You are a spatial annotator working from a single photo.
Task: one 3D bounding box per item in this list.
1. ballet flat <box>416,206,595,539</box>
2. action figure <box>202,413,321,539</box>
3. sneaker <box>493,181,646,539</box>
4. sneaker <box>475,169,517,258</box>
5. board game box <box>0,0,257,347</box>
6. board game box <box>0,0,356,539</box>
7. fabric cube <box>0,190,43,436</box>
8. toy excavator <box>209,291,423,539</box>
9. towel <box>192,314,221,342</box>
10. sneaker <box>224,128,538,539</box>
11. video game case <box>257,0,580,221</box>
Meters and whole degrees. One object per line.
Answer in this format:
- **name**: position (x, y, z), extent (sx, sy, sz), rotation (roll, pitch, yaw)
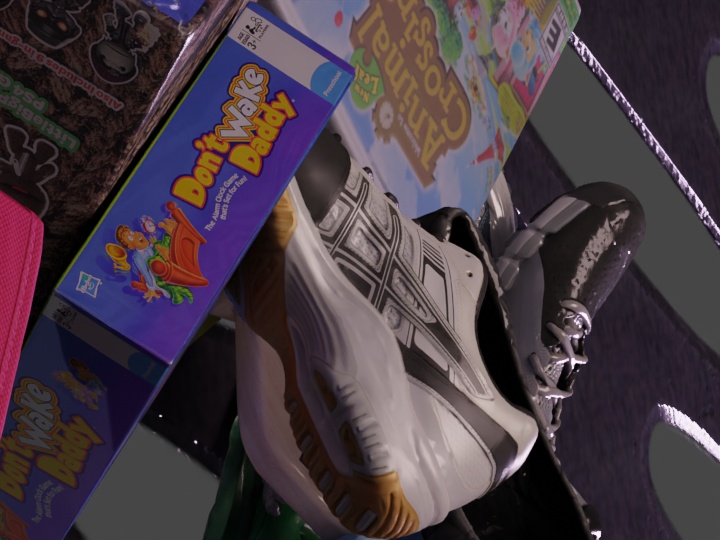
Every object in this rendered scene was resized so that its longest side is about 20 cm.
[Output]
- **ballet flat**: position (0.051, 0.069, 1.093), extent (0.066, 0.057, 0.201), rotation (-9, 65, -37)
- **action figure**: position (-0.028, 0.112, 1.193), extent (0.118, 0.054, 0.201), rotation (37, 47, -34)
- **sneaker**: position (0.084, 0.065, 1.246), extent (0.200, 0.115, 0.075), rotation (-51, 143, 4)
- **sneaker**: position (0.006, -0.063, 1.277), extent (0.086, 0.077, 0.201), rotation (-14, 88, -54)
- **board game box**: position (-0.102, -0.081, 0.946), extent (0.097, 0.200, 0.160), rotation (33, 44, -1)
- **board game box**: position (-0.078, 0.013, 0.983), extent (0.045, 0.200, 0.135), rotation (33, 57, -2)
- **fabric cube**: position (-0.231, 0.037, 0.722), extent (0.199, 0.195, 0.201), rotation (39, 53, -48)
- **toy excavator**: position (0.000, 0.111, 1.120), extent (0.200, 0.100, 0.195), rotation (43, 46, -20)
- **towel**: position (-0.085, -0.011, 1.157), extent (0.200, 0.018, 0.087), rotation (-42, 116, -54)
- **sneaker**: position (0.000, 0.000, 1.068), extent (0.087, 0.076, 0.201), rotation (-18, 81, -25)
- **video game case**: position (0.023, -0.118, 1.158), extent (0.183, 0.022, 0.201), rotation (-61, 141, -33)
